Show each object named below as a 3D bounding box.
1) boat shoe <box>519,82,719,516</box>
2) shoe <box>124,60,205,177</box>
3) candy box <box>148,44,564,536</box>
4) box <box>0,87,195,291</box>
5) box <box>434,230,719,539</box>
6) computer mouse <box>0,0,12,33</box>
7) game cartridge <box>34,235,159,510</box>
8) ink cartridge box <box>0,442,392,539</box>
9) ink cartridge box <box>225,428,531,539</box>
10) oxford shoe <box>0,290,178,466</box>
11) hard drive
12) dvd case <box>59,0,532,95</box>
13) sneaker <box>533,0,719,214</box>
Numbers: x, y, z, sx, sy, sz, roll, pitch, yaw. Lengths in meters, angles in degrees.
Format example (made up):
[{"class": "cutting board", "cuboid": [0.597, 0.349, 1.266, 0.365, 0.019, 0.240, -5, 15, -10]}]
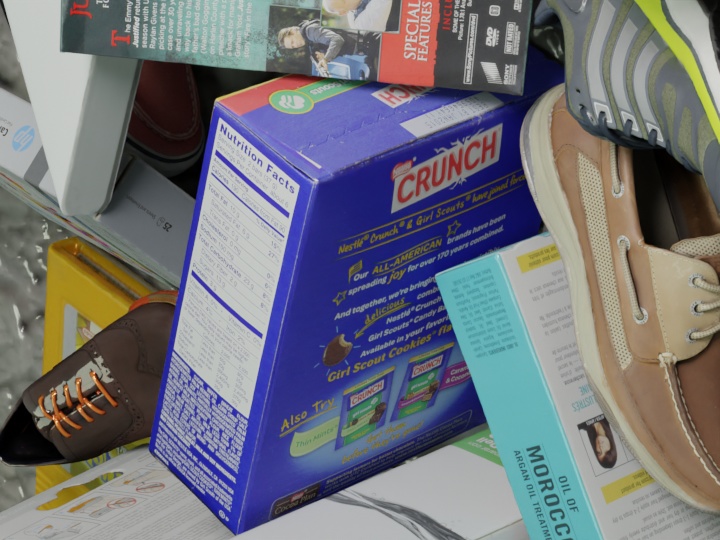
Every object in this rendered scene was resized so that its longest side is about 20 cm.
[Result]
[{"class": "boat shoe", "cuboid": [0.132, 0.007, 1.057, 0.072, 0.076, 0.200, -27, 86, 49]}, {"class": "shoe", "cuboid": [-0.126, -0.151, 1.300, 0.091, 0.071, 0.200, -38, 76, 48]}, {"class": "candy box", "cuboid": [0.000, 0.000, 1.134, 0.077, 0.169, 0.200, 39, 131, 31]}, {"class": "box", "cuboid": [-0.142, -0.042, 1.312, 0.200, 0.156, 0.041, 29, 84, 41]}, {"class": "box", "cuboid": [0.109, 0.080, 1.108, 0.049, 0.082, 0.200, -21, 88, 53]}, {"class": "computer mouse", "cuboid": [-0.184, -0.194, 1.359, 0.034, 0.059, 0.200, -29, 83, 53]}, {"class": "game cartridge", "cuboid": [-0.126, 0.105, 1.440, 0.176, 0.032, 0.200, 33, 127, 38]}, {"class": "ink cartridge box", "cuboid": [-0.084, 0.140, 1.270, 0.200, 0.162, 0.050, 1, 106, 38]}, {"class": "ink cartridge box", "cuboid": [0.026, 0.171, 1.148, 0.084, 0.200, 0.146, 24, 123, 44]}, {"class": "oxford shoe", "cuboid": [-0.134, 0.069, 1.344, 0.071, 0.072, 0.200, 57, 145, 2]}, {"class": "hard drive", "cuboid": [-0.144, -0.145, 1.193, 0.132, 0.026, 0.200, 110, 148, -47]}, {"class": "dvd case", "cuboid": [-0.024, -0.152, 1.040, 0.199, 0.022, 0.146, 4, 112, 1]}, {"class": "sneaker", "cuboid": [0.129, -0.069, 0.990, 0.081, 0.074, 0.200, -52, 39, 30]}]
